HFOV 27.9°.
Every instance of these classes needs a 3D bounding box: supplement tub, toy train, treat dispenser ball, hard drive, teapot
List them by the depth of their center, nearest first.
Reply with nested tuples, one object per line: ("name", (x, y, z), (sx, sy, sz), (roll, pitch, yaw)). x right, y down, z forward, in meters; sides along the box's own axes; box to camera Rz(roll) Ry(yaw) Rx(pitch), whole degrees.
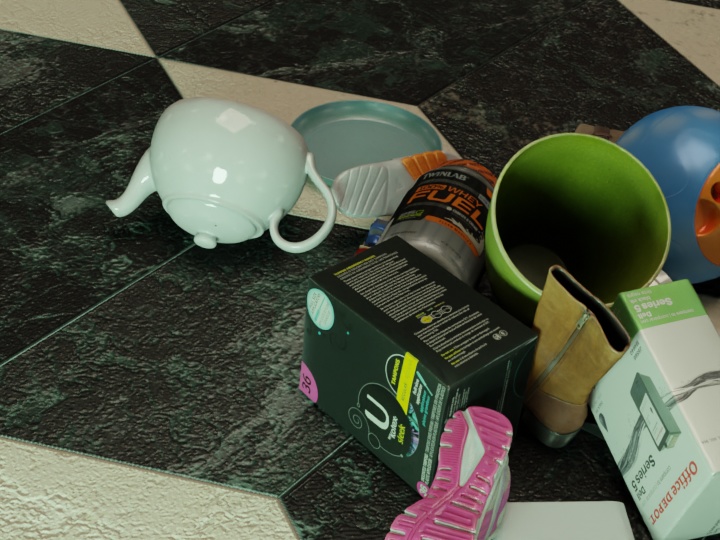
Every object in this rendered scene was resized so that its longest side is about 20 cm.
("hard drive", (0.193, 0.290, 1.292), (0.130, 0.026, 0.201), (0, 38, -6))
("supplement tub", (0.089, -0.034, 1.616), (0.121, 0.123, 0.201), (15, 38, 12))
("toy train", (0.000, 0.000, 1.623), (0.034, 0.046, 0.201), (15, 38, 12))
("teapot", (-0.153, -0.095, 1.646), (0.196, 0.199, 0.148), (24, 70, -32))
("treat dispenser ball", (0.372, -0.086, 1.655), (0.198, 0.202, 0.202), (4, 37, -3))

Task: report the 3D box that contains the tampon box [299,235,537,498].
("tampon box", (0.050, 0.092, 1.426), (0.126, 0.151, 0.199), (-25, 47, -36))

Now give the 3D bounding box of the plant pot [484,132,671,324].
("plant pot", (0.204, -0.017, 1.527), (0.185, 0.200, 0.189), (3, 69, -9))

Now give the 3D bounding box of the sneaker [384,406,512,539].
("sneaker", (0.088, 0.229, 1.308), (0.081, 0.088, 0.201), (20, 65, 28))

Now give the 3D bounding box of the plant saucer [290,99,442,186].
("plant saucer", (0.005, -0.154, 1.838), (0.198, 0.028, 0.201), (3, 38, -3))

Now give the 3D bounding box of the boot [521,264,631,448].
("boot", (0.161, 0.063, 1.407), (0.068, 0.201, 0.189), (-28, 65, -24))

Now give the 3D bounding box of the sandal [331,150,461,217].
("sandal", (0.043, -0.100, 1.725), (0.205, 0.080, 0.059), (-4, 1, -33))

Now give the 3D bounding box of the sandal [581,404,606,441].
("sandal", (0.268, 0.145, 1.471), (0.075, 0.045, 0.199), (-29, 50, -35))

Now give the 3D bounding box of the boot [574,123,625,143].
("boot", (0.346, -0.155, 1.851), (0.145, 0.071, 0.200), (22, 40, 23))

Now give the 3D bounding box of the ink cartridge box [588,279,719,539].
("ink cartridge box", (0.296, 0.135, 1.368), (0.083, 0.146, 0.201), (-9, 56, -20))

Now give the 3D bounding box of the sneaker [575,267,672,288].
("sneaker", (0.260, 0.001, 1.636), (0.084, 0.073, 0.200), (-36, 40, -15))
